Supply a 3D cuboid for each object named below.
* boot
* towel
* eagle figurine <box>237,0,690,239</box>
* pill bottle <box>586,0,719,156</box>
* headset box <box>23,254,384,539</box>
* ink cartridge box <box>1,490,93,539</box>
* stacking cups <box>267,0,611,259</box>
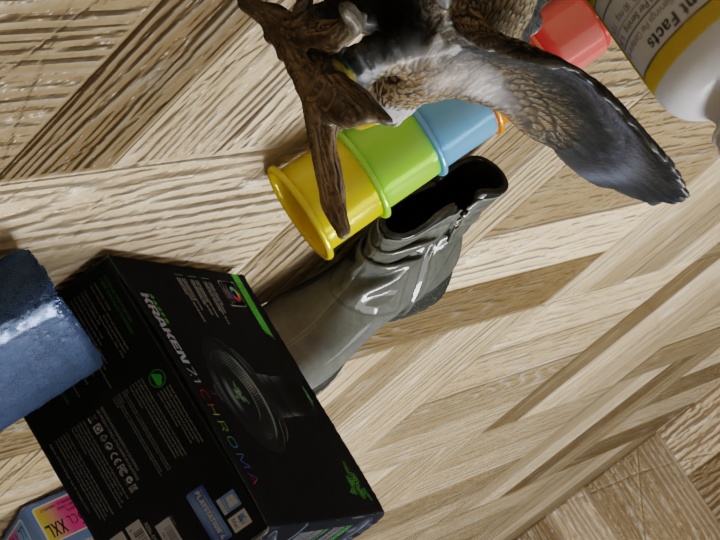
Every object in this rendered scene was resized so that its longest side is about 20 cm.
[{"bbox_3d":[0.000,0.000,1.383,0.200,0.068,0.131,-34,164,-31],"label":"boot"},{"bbox_3d":[-0.229,0.064,1.070,0.200,0.049,0.112,-31,156,-8],"label":"towel"},{"bbox_3d":[0.049,-0.099,0.978,0.199,0.152,0.151,-6,-170,-31],"label":"eagle figurine"},{"bbox_3d":[0.151,-0.137,0.942,0.114,0.200,0.114,-31,167,-8],"label":"pill bottle"},{"bbox_3d":[-0.090,0.092,1.228,0.093,0.174,0.200,-35,165,14],"label":"headset box"},{"bbox_3d":[-0.181,0.265,1.559,0.076,0.200,0.137,-24,163,-33],"label":"ink cartridge box"},{"bbox_3d":[0.044,-0.088,1.195,0.200,0.061,0.061,-37,167,-10],"label":"stacking cups"}]
